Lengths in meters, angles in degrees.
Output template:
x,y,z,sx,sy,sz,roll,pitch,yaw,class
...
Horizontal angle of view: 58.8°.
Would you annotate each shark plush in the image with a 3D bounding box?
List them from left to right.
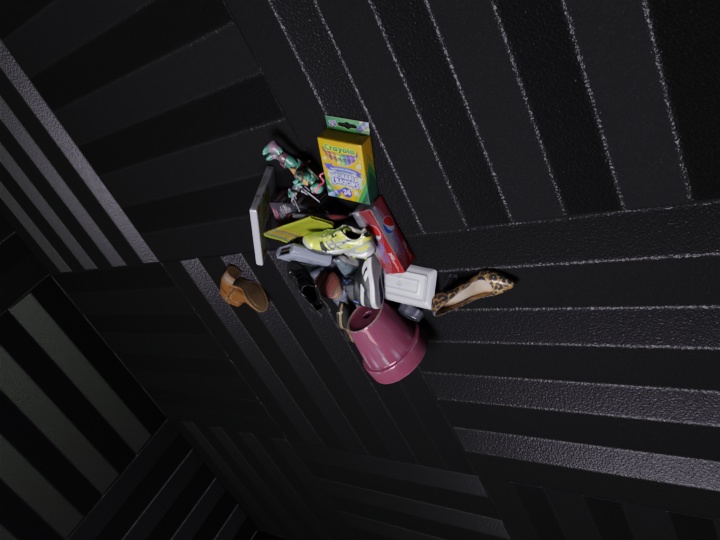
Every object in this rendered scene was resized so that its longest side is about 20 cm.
x,y,z,sx,sy,sz,roll,pitch,yaw,class
-0.031,0.026,1.811,0.089,0.084,0.203,21,136,21,shark plush

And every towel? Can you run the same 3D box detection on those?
x,y,z,sx,sy,sz,roll,pitch,yaw,class
-0.165,-0.107,1.680,0.085,0.019,0.198,11,163,-43,towel

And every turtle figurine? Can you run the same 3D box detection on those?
x,y,z,sx,sy,sz,roll,pitch,yaw,class
-0.162,-0.243,1.638,0.200,0.101,0.150,45,160,6,turtle figurine

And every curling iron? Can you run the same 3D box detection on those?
x,y,z,sx,sy,sz,roll,pitch,yaw,class
-0.078,-0.145,1.640,0.195,0.026,0.050,-1,149,-15,curling iron

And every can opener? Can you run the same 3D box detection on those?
x,y,z,sx,sy,sz,roll,pitch,yaw,class
0.103,0.060,1.763,0.198,0.079,0.064,33,151,22,can opener

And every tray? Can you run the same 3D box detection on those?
x,y,z,sx,sy,sz,roll,pitch,yaw,class
0.109,0.034,1.718,0.197,0.022,0.110,12,101,30,tray

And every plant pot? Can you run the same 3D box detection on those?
x,y,z,sx,sy,sz,roll,pitch,yaw,class
0.062,0.183,1.791,0.198,0.202,0.180,-13,127,45,plant pot

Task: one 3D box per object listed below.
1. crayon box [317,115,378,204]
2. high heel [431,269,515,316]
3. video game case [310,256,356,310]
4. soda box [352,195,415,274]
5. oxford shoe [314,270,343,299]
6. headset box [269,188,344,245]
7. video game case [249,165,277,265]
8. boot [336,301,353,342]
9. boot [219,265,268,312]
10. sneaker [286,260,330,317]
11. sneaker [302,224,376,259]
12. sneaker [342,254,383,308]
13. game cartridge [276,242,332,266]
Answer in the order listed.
x,y,z,sx,sy,sz,roll,pitch,yaw,class
-0.031,-0.265,1.550,0.124,0.052,0.203,16,136,27,crayon box
0.272,0.067,1.562,0.197,0.143,0.072,-1,129,39,high heel
-0.051,0.057,1.920,0.201,0.019,0.142,50,141,-12,video game case
0.061,-0.088,1.643,0.069,0.064,0.202,-5,125,43,soda box
-0.074,0.050,1.824,0.073,0.071,0.200,35,-179,-20,oxford shoe
-0.150,-0.141,1.752,0.197,0.075,0.151,6,132,34,headset box
-0.262,-0.150,1.752,0.022,0.184,0.202,8,137,5,video game case
0.012,0.157,1.908,0.135,0.079,0.201,6,155,19,boot
-0.408,0.093,2.197,0.199,0.077,0.156,40,141,3,boot
-0.147,0.047,1.775,0.202,0.059,0.104,58,170,13,sneaker
-0.055,-0.085,1.630,0.195,0.076,0.078,4,132,16,sneaker
0.000,0.000,1.718,0.110,0.073,0.205,3,100,30,sneaker
-0.154,-0.042,1.803,0.131,0.041,0.199,17,172,-20,game cartridge
